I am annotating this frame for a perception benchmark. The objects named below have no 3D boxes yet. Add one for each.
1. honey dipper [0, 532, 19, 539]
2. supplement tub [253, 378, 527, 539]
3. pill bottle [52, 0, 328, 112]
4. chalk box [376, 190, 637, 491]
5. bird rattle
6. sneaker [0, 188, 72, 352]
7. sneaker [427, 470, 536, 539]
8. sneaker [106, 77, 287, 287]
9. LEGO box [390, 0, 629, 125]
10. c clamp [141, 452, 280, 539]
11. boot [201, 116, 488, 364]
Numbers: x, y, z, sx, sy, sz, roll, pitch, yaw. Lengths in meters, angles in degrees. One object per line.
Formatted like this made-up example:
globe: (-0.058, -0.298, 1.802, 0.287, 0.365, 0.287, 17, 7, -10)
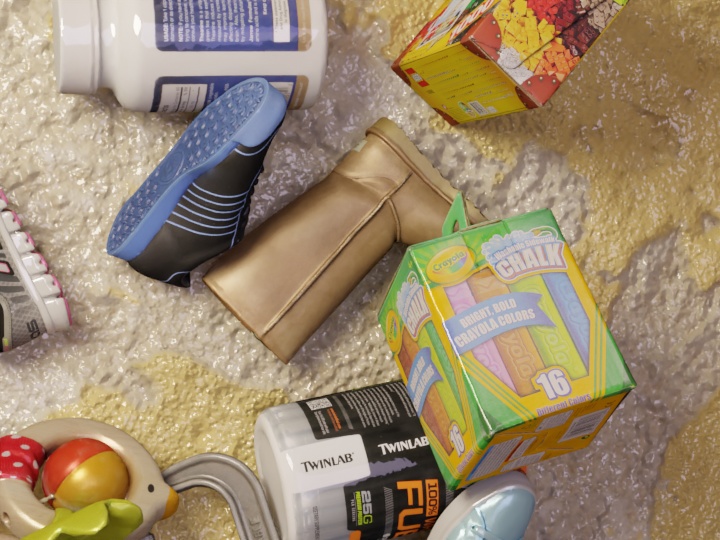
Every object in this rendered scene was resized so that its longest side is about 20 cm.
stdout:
honey dipper: (-0.325, 0.194, 1.107, 0.199, 0.038, 0.038, 18, 87, -16)
supplement tub: (0.024, 0.150, 1.157, 0.199, 0.123, 0.123, -11, 94, -15)
pill bottle: (-0.132, -0.178, 1.113, 0.199, 0.111, 0.111, -2, 92, -16)
chalk box: (0.095, 0.040, 1.089, 0.123, 0.125, 0.201, -16, 66, -18)
bird rattle: (-0.231, 0.169, 1.091, 0.163, 0.200, 0.113, -20, 132, -45)
sneaker: (-0.301, -0.021, 1.088, 0.087, 0.074, 0.200, -35, 105, -18)
sneaker: (0.080, 0.249, 1.112, 0.074, 0.082, 0.200, 26, 103, -35)
sneaker: (-0.109, -0.063, 1.108, 0.078, 0.070, 0.200, 29, 125, -30)
LEGO box: (0.123, -0.199, 1.137, 0.077, 0.200, 0.149, 41, 81, -13)
c clamp: (-0.134, 0.249, 1.139, 0.170, 0.027, 0.201, -14, 86, 15)
boot: (0.000, 0.000, 1.182, 0.175, 0.066, 0.200, 45, 80, -3)
